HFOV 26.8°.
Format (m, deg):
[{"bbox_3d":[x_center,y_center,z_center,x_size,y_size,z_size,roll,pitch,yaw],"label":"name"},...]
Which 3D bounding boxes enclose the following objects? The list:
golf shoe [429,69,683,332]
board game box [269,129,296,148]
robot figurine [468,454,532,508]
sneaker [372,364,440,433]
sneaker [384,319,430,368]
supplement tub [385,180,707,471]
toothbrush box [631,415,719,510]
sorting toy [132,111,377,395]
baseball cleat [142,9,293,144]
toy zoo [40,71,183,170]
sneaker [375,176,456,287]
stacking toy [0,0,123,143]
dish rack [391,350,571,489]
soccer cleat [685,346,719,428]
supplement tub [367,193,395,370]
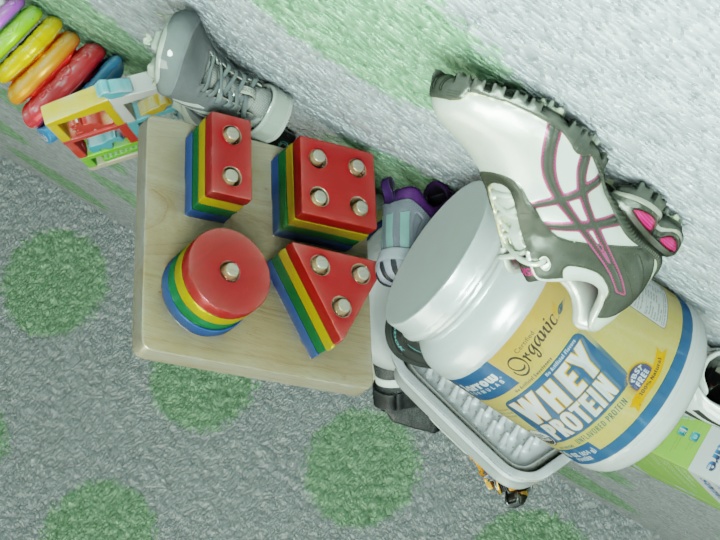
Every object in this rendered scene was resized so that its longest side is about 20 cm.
[{"bbox_3d":[0.108,-0.041,0.888,0.200,0.088,0.077,37,173,-28],"label":"golf shoe"},{"bbox_3d":[-0.132,-0.077,1.450,0.028,0.135,0.200,30,174,-20],"label":"board game box"},{"bbox_3d":[0.130,0.116,1.360,0.145,0.058,0.200,57,-157,-26],"label":"robot figurine"},{"bbox_3d":[0.095,0.101,1.488,0.200,0.112,0.073,-4,-159,-28],"label":"sneaker"},{"bbox_3d":[0.122,0.054,1.202,0.200,0.076,0.079,-1,177,-9],"label":"sneaker"},{"bbox_3d":[0.133,0.040,1.092,0.200,0.145,0.145,33,173,-15],"label":"supplement tub"},{"bbox_3d":[0.301,0.152,1.405,0.200,0.086,0.146,26,170,42],"label":"toothbrush box"},{"bbox_3d":[-0.069,-0.020,1.174,0.200,0.199,0.070,13,152,-30],"label":"sorting toy"},{"bbox_3d":[-0.106,-0.150,1.186,0.106,0.070,0.200,17,176,4],"label":"baseball cleat"},{"bbox_3d":[-0.226,-0.148,1.452,0.200,0.131,0.020,65,-172,-78],"label":"toy zoo"},{"bbox_3d":[0.089,-0.027,1.223,0.074,0.088,0.200,-9,170,38],"label":"sneaker"},{"bbox_3d":[-0.341,-0.230,1.490,0.200,0.110,0.116,45,171,-17],"label":"stacking toy"},{"bbox_3d":[0.133,0.096,1.273,0.172,0.200,0.044,44,135,21],"label":"dish rack"},{"bbox_3d":[0.267,0.086,1.205,0.200,0.069,0.085,26,158,39],"label":"soccer cleat"},{"bbox_3d":[0.000,0.000,1.381,0.144,0.145,0.200,37,171,-37],"label":"supplement tub"}]
